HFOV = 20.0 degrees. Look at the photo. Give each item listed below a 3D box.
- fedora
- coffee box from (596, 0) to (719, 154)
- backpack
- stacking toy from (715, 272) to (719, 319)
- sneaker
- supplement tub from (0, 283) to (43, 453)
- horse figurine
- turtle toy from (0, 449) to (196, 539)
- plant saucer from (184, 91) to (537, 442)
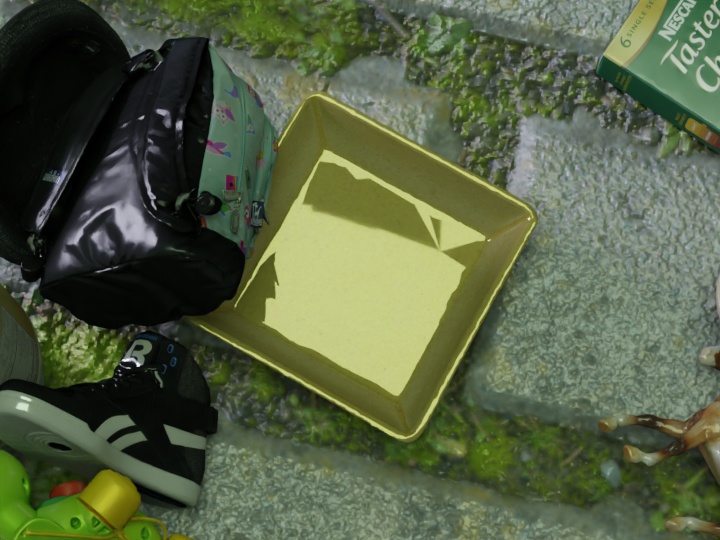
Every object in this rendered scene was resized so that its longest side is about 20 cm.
[{"bbox_3d":[-0.249,-0.102,1.495,0.091,0.200,0.203,4,73,36],"label":"fedora"},{"bbox_3d":[0.292,-0.149,1.546,0.199,0.044,0.123,35,78,8],"label":"coffee box"},{"bbox_3d":[-0.139,-0.063,1.456,0.165,0.127,0.202,-9,53,26],"label":"backpack"},{"bbox_3d":[0.344,-0.016,1.419,0.144,0.201,0.147,8,51,-10],"label":"stacking toy"},{"bbox_3d":[-0.178,0.085,1.428,0.072,0.200,0.113,-4,65,35],"label":"sneaker"},{"bbox_3d":[-0.301,0.057,1.406,0.143,0.200,0.146,-2,72,5],"label":"supplement tub"},{"bbox_3d":[0.259,0.146,1.445,0.131,0.050,0.201,-13,55,-17],"label":"horse figurine"},{"bbox_3d":[-0.209,0.200,1.411,0.146,0.101,0.200,-49,118,-12],"label":"turtle toy"},{"bbox_3d":[0.000,0.000,1.506,0.199,0.048,0.201,29,77,7],"label":"plant saucer"}]
